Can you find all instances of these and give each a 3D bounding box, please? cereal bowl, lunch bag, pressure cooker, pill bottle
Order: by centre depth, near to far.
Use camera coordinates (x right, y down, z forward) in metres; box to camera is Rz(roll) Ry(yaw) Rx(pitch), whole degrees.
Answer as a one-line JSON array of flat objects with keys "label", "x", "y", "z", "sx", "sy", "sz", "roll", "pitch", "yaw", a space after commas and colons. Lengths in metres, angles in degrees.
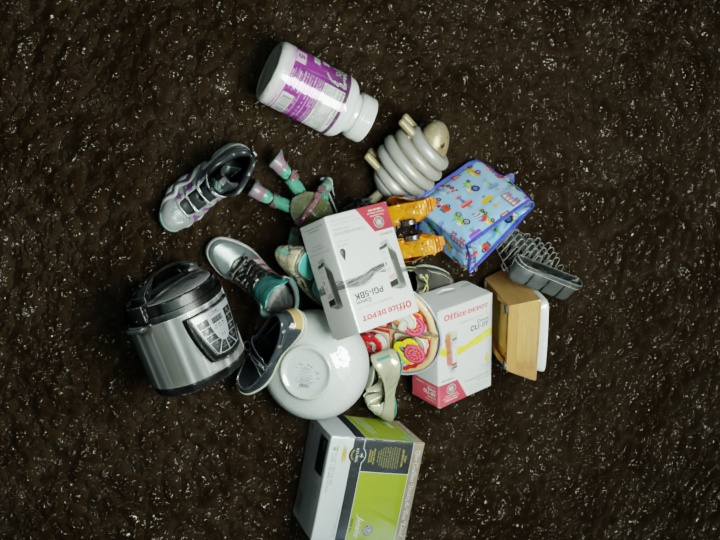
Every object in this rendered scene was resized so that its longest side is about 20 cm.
[{"label": "pressure cooker", "x": -0.301, "y": 0.088, "z": 1.401, "sx": 0.176, "sy": 0.176, "sz": 0.203, "roll": -21, "pitch": 105, "yaw": -8}, {"label": "pill bottle", "x": -0.072, "y": -0.303, "z": 1.456, "sx": 0.198, "sy": 0.112, "sz": 0.114, "roll": 23, "pitch": 90, "yaw": -23}, {"label": "cereal bowl", "x": -0.087, "y": 0.173, "z": 1.499, "sx": 0.197, "sy": 0.083, "sz": 0.203, "roll": 1, "pitch": 96, "yaw": 11}, {"label": "lunch bag", "x": 0.218, "y": -0.122, "z": 1.577, "sx": 0.199, "sy": 0.150, "sz": 0.095, "roll": -40, "pitch": 150, "yaw": -16}]

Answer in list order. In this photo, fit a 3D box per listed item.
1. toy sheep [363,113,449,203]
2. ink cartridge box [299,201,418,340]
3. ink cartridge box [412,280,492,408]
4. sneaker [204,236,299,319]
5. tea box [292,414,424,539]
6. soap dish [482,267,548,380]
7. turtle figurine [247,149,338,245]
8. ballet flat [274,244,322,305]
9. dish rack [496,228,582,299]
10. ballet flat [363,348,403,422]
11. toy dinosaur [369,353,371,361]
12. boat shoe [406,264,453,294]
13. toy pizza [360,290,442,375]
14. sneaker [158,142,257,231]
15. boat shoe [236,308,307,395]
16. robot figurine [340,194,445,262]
[{"label": "toy sheep", "x": 0.083, "y": -0.195, "z": 1.530, "sx": 0.138, "sy": 0.139, "sz": 0.200, "roll": 39, "pitch": 113, "yaw": -22}, {"label": "ink cartridge box", "x": 0.000, "y": 0.000, "z": 1.430, "sx": 0.146, "sy": 0.082, "sz": 0.203, "roll": -17, "pitch": 89, "yaw": -38}, {"label": "ink cartridge box", "x": 0.176, "y": 0.139, "z": 1.609, "sx": 0.144, "sy": 0.083, "sz": 0.203, "roll": -16, "pitch": 114, "yaw": -33}, {"label": "sneaker", "x": -0.181, "y": 0.019, "z": 1.464, "sx": 0.199, "sy": 0.121, "sz": 0.084, "roll": 38, "pitch": 85, "yaw": -22}, {"label": "tea box", "x": -0.005, "y": 0.393, "z": 1.588, "sx": 0.194, "sy": 0.133, "sz": 0.203, "roll": 10, "pitch": 96, "yaw": -21}, {"label": "soap dish", "x": 0.293, "y": 0.099, "z": 1.615, "sx": 0.080, "sy": 0.200, "sz": 0.160, "roll": -3, "pitch": 108, "yaw": -7}, {"label": "turtle figurine", "x": -0.095, "y": -0.112, "z": 1.491, "sx": 0.199, "sy": 0.101, "sz": 0.151, "roll": 38, "pitch": 78, "yaw": -14}, {"label": "ballet flat", "x": -0.098, "y": 0.003, "z": 1.507, "sx": 0.068, "sy": 0.075, "sz": 0.200, "roll": -62, "pitch": 152, "yaw": -13}, {"label": "dish rack", "x": 0.324, "y": -0.031, "z": 1.612, "sx": 0.152, "sy": 0.201, "sz": 0.055, "roll": 20, "pitch": 121, "yaw": -25}, {"label": "ballet flat", "x": 0.035, "y": 0.223, "z": 1.575, "sx": 0.069, "sy": 0.070, "sz": 0.202, "roll": -14, "pitch": 136, "yaw": -18}, {"label": "toy dinosaur", "x": -0.047, "y": 0.162, "z": 1.561, "sx": 0.100, "sy": 0.058, "sz": 0.200, "roll": -31, "pitch": 115, "yaw": 21}, {"label": "boat shoe", "x": 0.094, "y": 0.028, "z": 1.603, "sx": 0.198, "sy": 0.060, "sz": 0.073, "roll": 0, "pitch": 99, "yaw": -21}, {"label": "toy pizza", "x": 0.056, "y": 0.111, "z": 1.545, "sx": 0.032, "sy": 0.198, "sz": 0.202, "roll": -43, "pitch": 116, "yaw": -49}, {"label": "sneaker", "x": -0.252, "y": -0.139, "z": 1.399, "sx": 0.200, "sy": 0.140, "sz": 0.078, "roll": -47, "pitch": 112, "yaw": -8}, {"label": "boat shoe", "x": -0.168, "y": 0.140, "z": 1.455, "sx": 0.062, "sy": 0.075, "sz": 0.200, "roll": 4, "pitch": 134, "yaw": -47}, {"label": "robot figurine", "x": 0.051, "y": -0.069, "z": 1.518, "sx": 0.058, "sy": 0.198, "sz": 0.147, "roll": -25, "pitch": 105, "yaw": -51}]
